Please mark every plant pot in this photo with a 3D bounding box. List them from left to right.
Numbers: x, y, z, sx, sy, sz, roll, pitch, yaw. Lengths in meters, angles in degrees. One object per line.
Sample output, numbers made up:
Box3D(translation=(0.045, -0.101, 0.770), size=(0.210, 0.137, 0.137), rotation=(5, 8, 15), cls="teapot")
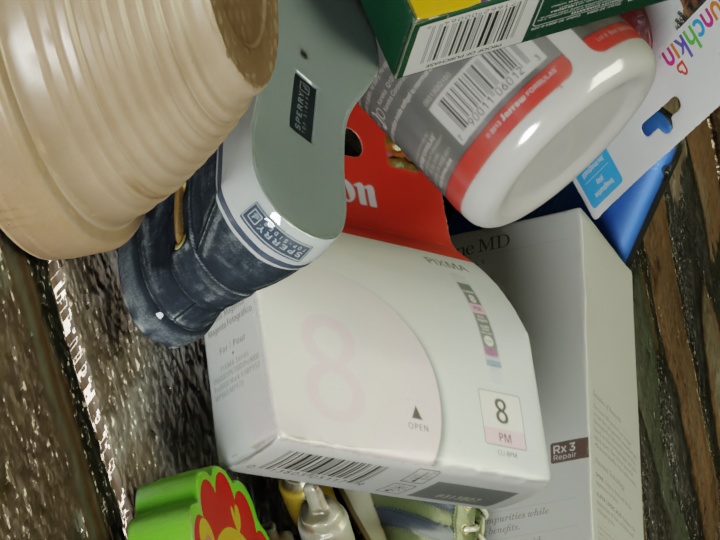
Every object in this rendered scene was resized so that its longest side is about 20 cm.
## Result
Box3D(translation=(-0.089, -0.109, 0.981), size=(0.201, 0.093, 0.201), rotation=(-10, 90, -76), cls="plant pot")

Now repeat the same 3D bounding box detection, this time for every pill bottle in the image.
Box3D(translation=(0.031, -0.126, 1.218), size=(0.200, 0.116, 0.116), rotation=(48, 8, 14), cls="pill bottle")

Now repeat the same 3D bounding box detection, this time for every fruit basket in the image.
Box3D(translation=(0.100, -0.145, 1.276), size=(0.200, 0.094, 0.185), rotation=(66, -31, 14), cls="fruit basket")

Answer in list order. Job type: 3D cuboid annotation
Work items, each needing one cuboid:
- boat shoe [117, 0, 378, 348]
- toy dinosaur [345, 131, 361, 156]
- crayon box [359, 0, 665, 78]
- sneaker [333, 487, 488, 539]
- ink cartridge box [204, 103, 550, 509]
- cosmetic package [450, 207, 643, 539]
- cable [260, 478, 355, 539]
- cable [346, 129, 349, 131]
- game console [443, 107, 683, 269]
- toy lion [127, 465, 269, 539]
Box3D(translation=(-0.052, -0.057, 1.091), size=(0.071, 0.091, 0.200), rotation=(41, 32, -22), cls="boat shoe")
Box3D(translation=(-0.001, -0.066, 1.378), size=(0.102, 0.077, 0.200), rotation=(59, 26, -10), cls="toy dinosaur")
Box3D(translation=(0.077, -0.195, 1.159), size=(0.058, 0.200, 0.173), rotation=(111, -41, -64), cls="crayon box")
Box3D(translation=(0.035, 0.100, 1.224), size=(0.067, 0.090, 0.200), rotation=(89, -24, -74), cls="sneaker")
Box3D(translation=(0.000, 0.000, 1.166), size=(0.162, 0.057, 0.200), rotation=(12, 64, -39), cls="ink cartridge box")
Box3D(translation=(0.078, 0.080, 1.326), size=(0.081, 0.113, 0.200), rotation=(43, 39, -54), cls="cosmetic package")
Box3D(translation=(-0.006, 0.164, 1.218), size=(0.200, 0.050, 0.097), rotation=(60, 17, -53), cls="cable")
Box3D(translation=(-0.001, -0.130, 1.351), size=(0.050, 0.097, 0.200), rotation=(-58, -175, 30), cls="cable")
Box3D(translation=(0.099, -0.040, 1.470), size=(0.118, 0.171, 0.200), rotation=(-15, 133, -54), cls="game console")
Box3D(translation=(-0.044, 0.182, 1.068), size=(0.200, 0.069, 0.192), rotation=(58, 19, -58), cls="toy lion")
